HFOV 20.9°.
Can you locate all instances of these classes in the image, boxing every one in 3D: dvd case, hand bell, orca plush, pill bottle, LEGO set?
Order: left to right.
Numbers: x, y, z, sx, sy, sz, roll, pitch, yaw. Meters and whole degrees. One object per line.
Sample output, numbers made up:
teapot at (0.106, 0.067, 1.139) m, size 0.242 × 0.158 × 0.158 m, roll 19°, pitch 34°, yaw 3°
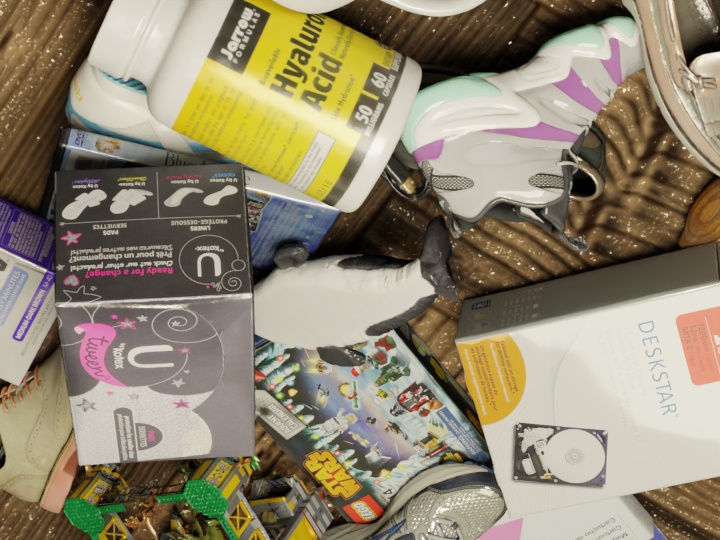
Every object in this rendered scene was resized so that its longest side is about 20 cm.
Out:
dvd case at (-0.123, -0.045, 1.381) m, size 0.199 × 0.018 × 0.143 m, roll 13°, pitch 158°, yaw -11°
LEGO set at (-0.120, 0.181, 1.523) m, size 0.200 × 0.116 × 0.154 m, roll -22°, pitch 112°, yaw 41°
pill bottle at (-0.070, -0.127, 1.265) m, size 0.200 × 0.111 × 0.111 m, roll 25°, pitch 120°, yaw -8°
orca plush at (0.000, 0.000, 1.395) m, size 0.105 × 0.071 × 0.200 m, roll 47°, pitch 137°, yaw -9°
hand bell at (0.286, -0.082, 1.393) m, size 0.104 × 0.104 × 0.200 m, roll 19°, pitch 134°, yaw -14°

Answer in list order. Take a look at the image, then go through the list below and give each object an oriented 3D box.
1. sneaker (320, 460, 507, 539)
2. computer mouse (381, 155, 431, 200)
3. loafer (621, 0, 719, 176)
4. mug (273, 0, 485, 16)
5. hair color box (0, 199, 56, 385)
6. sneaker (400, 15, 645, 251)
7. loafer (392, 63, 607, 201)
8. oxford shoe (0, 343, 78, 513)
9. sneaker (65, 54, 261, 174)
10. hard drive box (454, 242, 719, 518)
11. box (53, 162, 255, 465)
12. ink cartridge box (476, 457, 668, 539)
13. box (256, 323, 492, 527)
sneaker at (0.037, 0.226, 1.526) m, size 0.200 × 0.085 × 0.077 m, roll -34°, pitch 119°, yaw 21°
computer mouse at (-0.025, -0.120, 1.339) m, size 0.200 × 0.034 × 0.059 m, roll 43°, pitch 117°, yaw -7°
loafer at (0.225, -0.154, 1.293) m, size 0.072 × 0.063 × 0.200 m, roll -29°, pitch 97°, yaw -25°
mug at (0.012, -0.240, 1.219) m, size 0.200 × 0.148 × 0.175 m, roll 33°, pitch 119°, yaw -10°
hair color box at (-0.310, -0.010, 1.405) m, size 0.200 × 0.065 × 0.109 m, roll 26°, pitch 121°, yaw -11°
sneaker at (0.136, -0.082, 1.326) m, size 0.200 × 0.078 × 0.140 m, roll -23°, pitch 85°, yaw -7°
loafer at (0.081, -0.094, 1.374) m, size 0.199 × 0.063 × 0.072 m, roll 11°, pitch 123°, yaw -10°
oxford shoe at (-0.241, 0.103, 1.490) m, size 0.074 × 0.071 × 0.200 m, roll 16°, pitch 121°, yaw -7°
sneaker at (-0.108, -0.099, 1.365) m, size 0.200 × 0.077 × 0.081 m, roll 25°, pitch 138°, yaw -19°
hard drive box at (0.188, 0.082, 1.453) m, size 0.199 × 0.077 × 0.156 m, roll -14°, pitch 110°, yaw 14°
box at (-0.138, 0.035, 1.323) m, size 0.132 × 0.115 × 0.200 m, roll -3°, pitch 143°, yaw -5°
ink cartridge box at (0.133, 0.227, 1.604) m, size 0.196 × 0.043 × 0.200 m, roll -32°, pitch 118°, yaw 17°
box at (-0.001, 0.103, 1.517) m, size 0.137 × 0.040 × 0.200 m, roll -30°, pitch 120°, yaw 18°
